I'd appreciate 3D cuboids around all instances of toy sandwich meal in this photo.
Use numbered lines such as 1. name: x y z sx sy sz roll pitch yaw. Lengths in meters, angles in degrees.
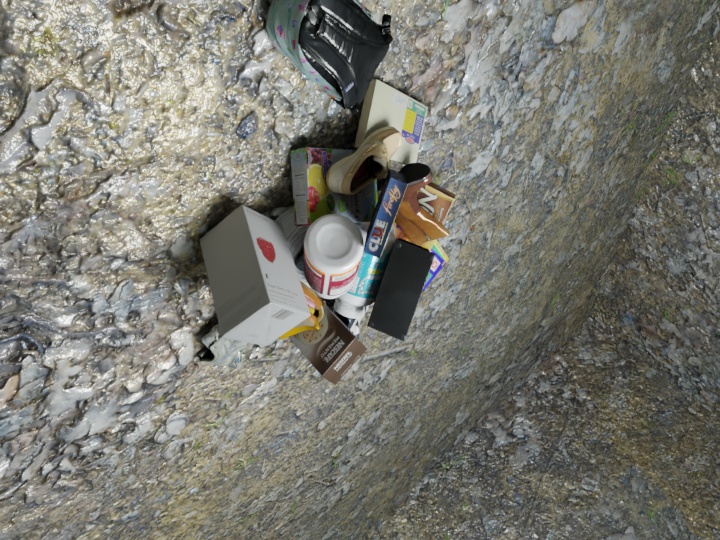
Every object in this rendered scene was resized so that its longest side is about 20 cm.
1. toy sandwich meal: -0.162 0.077 1.150 0.208 0.199 0.072 76 27 -51

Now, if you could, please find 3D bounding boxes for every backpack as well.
1. backpack: -0.054 -0.371 0.901 0.198 0.125 0.171 17 98 -55

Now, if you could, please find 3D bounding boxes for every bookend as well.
1. bookend: 0.101 0.020 1.261 0.200 0.090 0.204 -52 161 -72

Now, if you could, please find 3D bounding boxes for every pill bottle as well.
1. pill bottle: -0.056 -0.017 1.094 0.112 0.114 0.201 -38 168 -18
2. pill bottle: 0.000 0.000 1.243 0.109 0.110 0.205 -5 120 -48

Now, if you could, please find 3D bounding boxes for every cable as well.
1. cable: -0.119 -0.050 1.186 0.197 0.069 0.204 -25 139 -35

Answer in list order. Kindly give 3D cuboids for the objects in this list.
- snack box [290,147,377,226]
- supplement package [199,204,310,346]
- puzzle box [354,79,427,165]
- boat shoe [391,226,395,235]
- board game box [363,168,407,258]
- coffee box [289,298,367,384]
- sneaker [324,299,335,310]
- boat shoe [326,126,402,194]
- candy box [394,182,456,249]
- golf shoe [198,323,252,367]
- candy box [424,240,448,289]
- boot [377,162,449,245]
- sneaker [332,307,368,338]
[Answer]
1. snack box: -0.047 -0.166 1.119 0.197 0.052 0.147 -9 98 -47
2. supplement package: -0.192 0.011 1.009 0.118 0.204 0.120 -32 152 21
3. puzzle box: 0.068 -0.302 1.174 0.197 0.025 0.137 5 99 -53
4. boat shoe: 0.047 -0.030 1.317 0.071 0.066 0.205 -2 127 -6
5. board game box: 0.046 -0.114 1.054 0.200 0.034 0.139 -81 -169 -76
6. coffee box: -0.093 0.145 1.289 0.115 0.199 0.080 -47 148 -4
7. sneaker: -0.032 0.007 1.353 0.089 0.066 0.205 -14 130 -40
8. boat shoe: 0.023 -0.206 1.081 0.200 0.068 0.075 -43 141 -25
9. candy box: 0.145 -0.119 1.395 0.204 0.114 0.057 -65 174 23
10. golf shoe: -0.274 0.136 1.152 0.095 0.079 0.202 -1 137 -34
11. candy box: 0.140 -0.005 1.546 0.202 0.077 0.169 -52 147 -1
12. boot: 0.135 -0.135 1.264 0.199 0.186 0.070 42 47 -26
13. sneaker: -0.050 0.155 1.445 0.128 0.079 0.203 -16 134 -57
